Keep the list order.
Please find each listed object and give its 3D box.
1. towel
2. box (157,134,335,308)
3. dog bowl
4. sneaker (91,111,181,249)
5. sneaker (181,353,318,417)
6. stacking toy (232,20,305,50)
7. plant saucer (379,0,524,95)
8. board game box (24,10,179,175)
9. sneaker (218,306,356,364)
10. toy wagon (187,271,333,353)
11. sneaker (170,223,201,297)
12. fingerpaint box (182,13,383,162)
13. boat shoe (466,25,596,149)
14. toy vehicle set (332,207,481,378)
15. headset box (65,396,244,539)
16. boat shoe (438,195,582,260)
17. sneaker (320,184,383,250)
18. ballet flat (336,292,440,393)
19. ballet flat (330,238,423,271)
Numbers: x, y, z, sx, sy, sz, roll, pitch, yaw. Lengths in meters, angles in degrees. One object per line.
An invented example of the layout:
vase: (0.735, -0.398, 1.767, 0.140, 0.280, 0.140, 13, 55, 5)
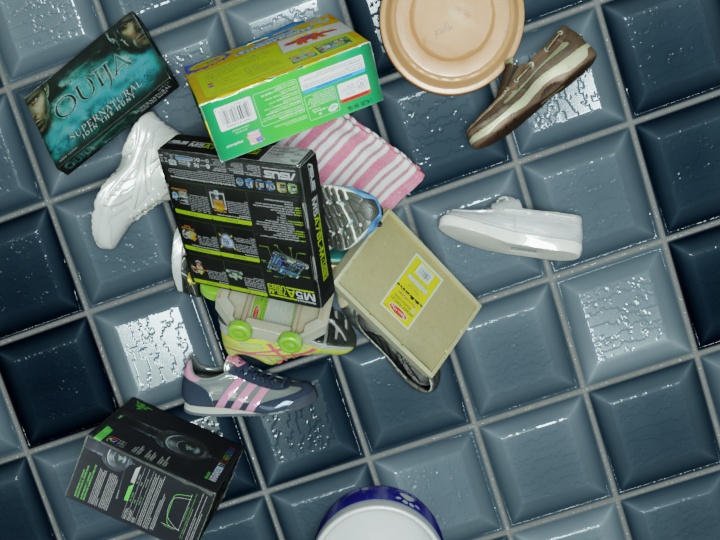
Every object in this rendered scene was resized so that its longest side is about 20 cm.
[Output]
towel: (-0.027, -0.123, 1.017, 0.198, 0.030, 0.147, 29, 113, -35)
box: (-0.135, -0.059, 0.934, 0.197, 0.048, 0.196, 9, 129, 24)
dog bowl: (0.026, 0.420, 1.115, 0.196, 0.079, 0.204, 0, 97, 3)
sneaker: (-0.300, -0.111, 1.074, 0.098, 0.078, 0.202, 27, 98, -4)
sneaker: (-0.159, 0.159, 1.098, 0.196, 0.070, 0.084, -3, 101, 2)
stacking toy: (-0.087, -0.221, 1.044, 0.108, 0.116, 0.203, -22, 107, 0)
plant saucer: (0.123, -0.341, 1.045, 0.196, 0.032, 0.205, 0, 97, 4)
board game box: (-0.356, -0.243, 1.056, 0.199, 0.028, 0.136, -36, 68, 6)
sneaker: (-0.104, 0.094, 1.095, 0.196, 0.079, 0.091, 9, 131, -8)
toy wagon: (-0.136, 0.030, 1.049, 0.196, 0.157, 0.040, 12, 138, -1)
sneaker: (-0.210, -0.059, 1.073, 0.085, 0.080, 0.204, 8, 100, -2)
fingerpaint box: (-0.094, -0.217, 0.900, 0.197, 0.167, 0.074, -23, 123, -8)
boat shoe: (0.215, -0.248, 1.037, 0.201, 0.075, 0.075, -38, 81, 0)
toy vehicle set: (0.062, 0.031, 1.030, 0.200, 0.026, 0.125, 44, 75, -21)
headset box: (-0.282, 0.271, 1.067, 0.197, 0.174, 0.094, 24, 98, 1)
boat shoe: (0.207, -0.065, 1.058, 0.196, 0.072, 0.070, 9, 76, 9)
sneaker: (-0.011, -0.073, 0.949, 0.089, 0.200, 0.080, -21, 95, -17)
ballet flat: (0.043, 0.089, 1.086, 0.066, 0.057, 0.200, -44, 93, 6)
ballet flat: (0.000, 0.000, 1.053, 0.196, 0.071, 0.067, -6, 108, -15)
